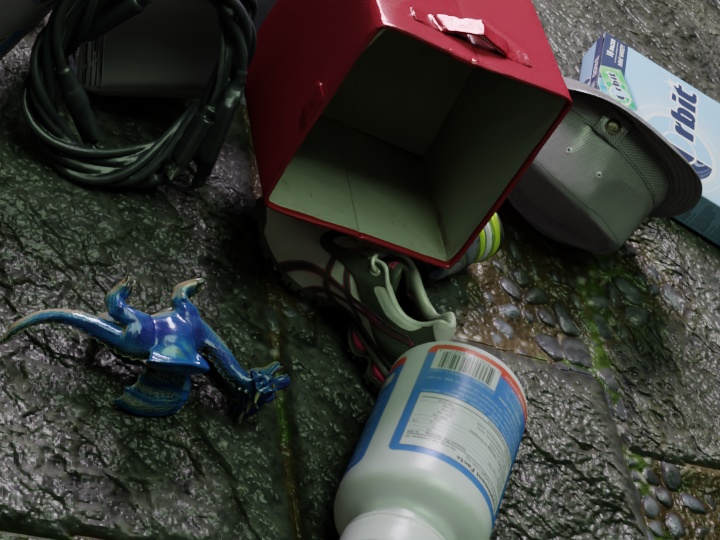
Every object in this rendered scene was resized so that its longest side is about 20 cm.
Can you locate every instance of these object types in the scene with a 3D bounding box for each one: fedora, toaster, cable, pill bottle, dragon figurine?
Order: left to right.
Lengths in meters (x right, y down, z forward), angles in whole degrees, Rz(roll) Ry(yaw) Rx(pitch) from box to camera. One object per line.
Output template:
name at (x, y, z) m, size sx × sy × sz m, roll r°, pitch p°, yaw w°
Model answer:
cable at (-0.162, -0.156, 1.315) m, size 0.163 × 0.200 × 0.051 m, roll 15°, pitch 23°, yaw -19°
toaster at (-0.161, -0.212, 1.377) m, size 0.129 × 0.200 × 0.114 m, roll -3°, pitch 43°, yaw -14°
dragon figurine at (-0.141, 0.061, 1.223) m, size 0.200 × 0.059 × 0.100 m, roll 1°, pitch 52°, yaw -39°
pill bottle at (0.045, 0.151, 1.243) m, size 0.112 × 0.112 × 0.200 m, roll 34°, pitch 40°, yaw -6°
fedora at (0.194, -0.081, 1.566) m, size 0.200 × 0.177 × 0.090 m, roll 40°, pitch 68°, yaw -12°

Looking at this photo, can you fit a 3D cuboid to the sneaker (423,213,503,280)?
sneaker at (0.030, -0.074, 1.476) m, size 0.200 × 0.074 × 0.081 m, roll 44°, pitch 43°, yaw 8°

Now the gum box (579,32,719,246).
gum box at (0.307, -0.129, 1.762) m, size 0.200 × 0.045 × 0.170 m, roll 30°, pitch 41°, yaw -12°

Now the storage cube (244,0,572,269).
storage cube at (0.026, -0.141, 1.330) m, size 0.171 × 0.200 × 0.180 m, roll 18°, pitch 36°, yaw -26°

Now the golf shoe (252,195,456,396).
golf shoe at (0.000, 0.000, 1.370) m, size 0.200 × 0.088 × 0.077 m, roll 49°, pitch 42°, yaw 13°

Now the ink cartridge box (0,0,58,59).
ink cartridge box at (-0.280, -0.192, 1.240) m, size 0.176 × 0.200 × 0.045 m, roll -28°, pitch 86°, yaw -49°

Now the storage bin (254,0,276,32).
storage bin at (-0.055, -0.244, 1.518) m, size 0.200 × 0.134 × 0.146 m, roll 23°, pitch 42°, yaw -21°
